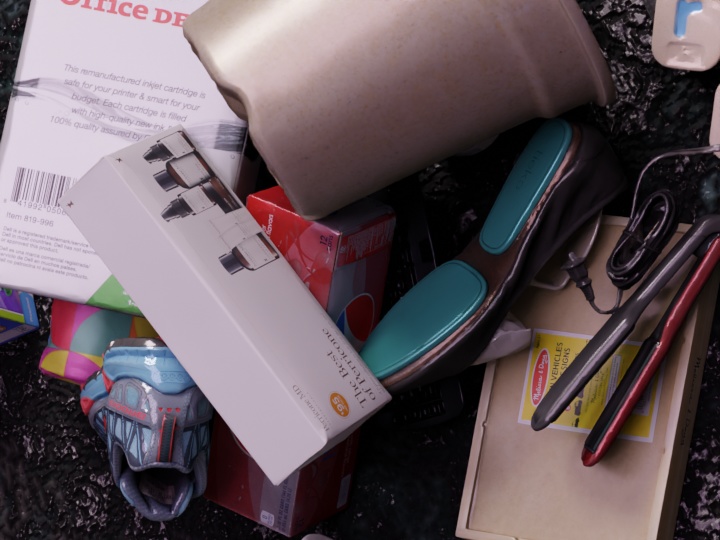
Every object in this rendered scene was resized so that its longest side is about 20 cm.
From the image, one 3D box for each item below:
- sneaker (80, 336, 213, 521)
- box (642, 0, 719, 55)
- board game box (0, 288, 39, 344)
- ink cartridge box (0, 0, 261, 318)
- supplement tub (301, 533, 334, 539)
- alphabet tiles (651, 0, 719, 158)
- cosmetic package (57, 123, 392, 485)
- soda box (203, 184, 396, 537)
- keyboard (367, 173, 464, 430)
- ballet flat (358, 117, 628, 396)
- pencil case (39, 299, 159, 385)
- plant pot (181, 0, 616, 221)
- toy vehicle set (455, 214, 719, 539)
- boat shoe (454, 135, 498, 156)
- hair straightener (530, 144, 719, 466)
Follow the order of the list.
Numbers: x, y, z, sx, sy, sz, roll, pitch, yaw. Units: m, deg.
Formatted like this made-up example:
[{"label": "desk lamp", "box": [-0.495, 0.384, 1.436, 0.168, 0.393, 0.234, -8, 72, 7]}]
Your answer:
[{"label": "sneaker", "box": [-0.127, 0.102, 1.572, 0.079, 0.200, 0.096, 2, 74, -4]}, {"label": "box", "box": [0.226, -0.249, 1.538, 0.200, 0.048, 0.193, -30, 74, 19]}, {"label": "board game box", "box": [-0.280, -0.058, 1.721, 0.045, 0.134, 0.200, -22, 71, 22]}, {"label": "ink cartridge box", "box": [-0.133, -0.075, 1.591, 0.147, 0.083, 0.200, 13, 89, 6]}, {"label": "supplement tub", "box": [-0.057, 0.263, 1.536, 0.200, 0.145, 0.145, -45, 64, 12]}, {"label": "alphabet tiles", "box": [0.265, -0.150, 1.492, 0.200, 0.015, 0.196, 9, 102, 15]}, {"label": "cosmetic package", "box": [-0.074, 0.016, 1.492, 0.051, 0.083, 0.200, -41, 85, 34]}, {"label": "soda box", "box": [-0.036, 0.050, 1.573, 0.070, 0.063, 0.200, 23, 115, 29]}, {"label": "keyboard", "box": [0.000, 0.000, 1.596, 0.104, 0.040, 0.200, -21, 78, 48]}, {"label": "ballet flat", "box": [0.082, 0.006, 1.526, 0.200, 0.068, 0.068, -50, 29, 7]}, {"label": "pencil case", "box": [-0.144, -0.015, 1.676, 0.088, 0.088, 0.200, 8, 86, 28]}, {"label": "plant pot", "box": [0.010, -0.130, 1.481, 0.183, 0.200, 0.200, -32, 66, -1]}, {"label": "toy vehicle set", "box": [0.133, 0.067, 1.546, 0.124, 0.027, 0.200, 8, 84, 28]}, {"label": "boat shoe", "box": [0.056, -0.171, 1.609, 0.072, 0.069, 0.200, 8, 84, 28]}, {"label": "hair straightener", "box": [0.152, 0.008, 1.493, 0.077, 0.041, 0.200, 32, 96, -6]}]
